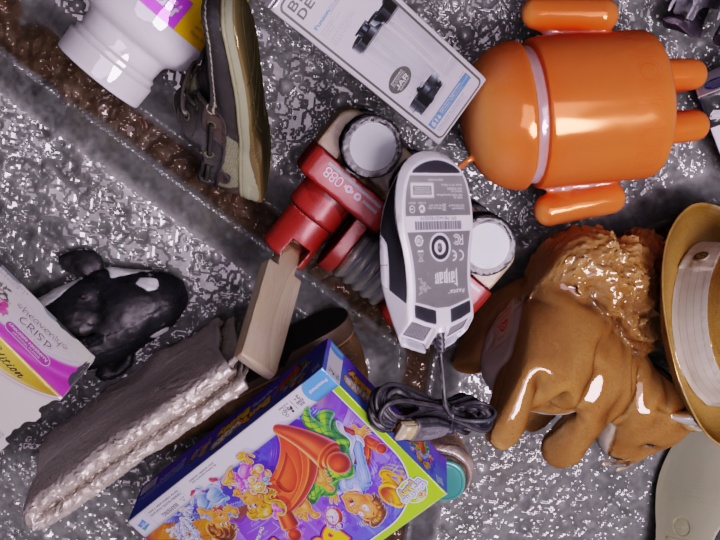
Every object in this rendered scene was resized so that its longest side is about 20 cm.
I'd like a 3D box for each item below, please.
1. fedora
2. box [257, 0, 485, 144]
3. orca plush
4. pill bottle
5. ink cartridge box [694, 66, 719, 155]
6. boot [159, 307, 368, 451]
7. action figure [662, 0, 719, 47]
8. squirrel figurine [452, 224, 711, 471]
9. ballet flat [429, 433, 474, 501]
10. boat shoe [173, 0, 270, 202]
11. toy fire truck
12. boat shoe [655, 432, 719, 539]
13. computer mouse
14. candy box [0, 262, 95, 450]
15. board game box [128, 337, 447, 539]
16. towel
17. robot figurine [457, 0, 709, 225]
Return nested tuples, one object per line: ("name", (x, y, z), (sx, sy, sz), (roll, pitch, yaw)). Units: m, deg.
("fedora", (0.304, 0.037, 0.866), (0.081, 0.200, 0.203), (-11, 106, 41))
("box", (-0.011, -0.177, 0.779), (0.060, 0.117, 0.199), (-52, 138, 7))
("orca plush", (-0.235, 0.041, 0.867), (0.197, 0.071, 0.107), (3, 100, -7))
("pill bottle", (-0.130, -0.219, 0.813), (0.104, 0.104, 0.201), (38, 94, -11))
("ink cartridge box", (0.370, -0.142, 0.869), (0.198, 0.044, 0.095), (-22, 116, 19))
("boot", (-0.086, 0.108, 0.900), (0.198, 0.074, 0.076), (-25, 112, -3))
("action figure", (0.303, -0.272, 0.852), (0.129, 0.069, 0.202), (27, 100, 35))
("squirrel figurine", (0.199, 0.065, 0.888), (0.185, 0.142, 0.202), (24, 100, -16))
("ballet flat", (-0.011, 0.143, 0.876), (0.197, 0.067, 0.069), (7, 119, 0))
("boat shoe", (-0.102, -0.117, 0.806), (0.065, 0.202, 0.073), (0, 60, 1))
("toy fire truck", (0.000, 0.000, 0.855), (0.176, 0.129, 0.200), (39, 95, -12))
("boat shoe", (0.297, 0.221, 0.964), (0.063, 0.073, 0.204), (10, 90, -44))
("computer mouse", (0.046, 0.018, 0.790), (0.109, 0.044, 0.203), (-1, 89, -37))
("candy box", (-0.313, 0.082, 0.833), (0.199, 0.061, 0.136), (-38, 103, 27))
("board game box", (-0.053, 0.162, 0.825), (0.200, 0.045, 0.135), (-39, 106, 19))
("towel", (-0.171, 0.110, 0.856), (0.199, 0.133, 0.035), (-35, 106, 1))
("robot figurine", (0.162, -0.124, 0.858), (0.197, 0.117, 0.145), (-6, 134, -5))
